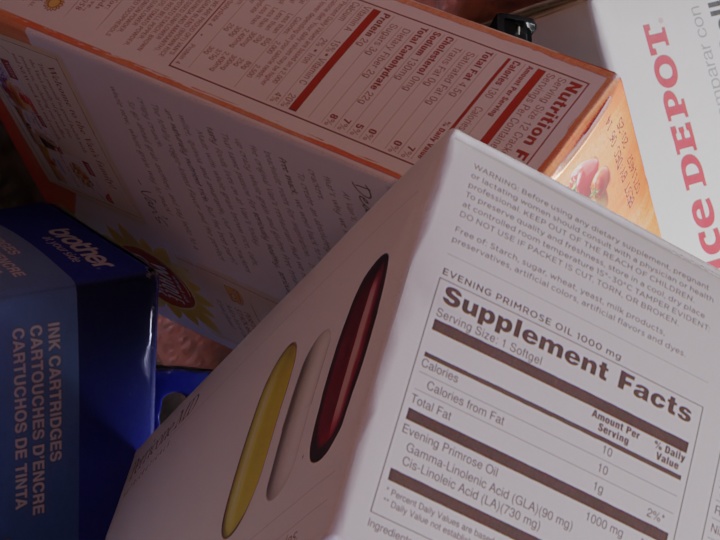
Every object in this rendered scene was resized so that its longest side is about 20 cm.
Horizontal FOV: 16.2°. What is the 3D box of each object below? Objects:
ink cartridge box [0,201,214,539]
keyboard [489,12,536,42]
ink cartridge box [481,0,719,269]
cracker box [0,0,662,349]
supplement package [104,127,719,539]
[{"bbox_3d":[-0.134,0.060,0.716,0.200,0.076,0.137,-11,114,-33],"label":"ink cartridge box"},{"bbox_3d":[0.000,0.000,0.827,0.040,0.104,0.200,21,129,-10],"label":"keyboard"},{"bbox_3d":[0.148,-0.036,0.865,0.200,0.087,0.146,-15,90,-29],"label":"ink cartridge box"},{"bbox_3d":[-0.011,-0.022,0.700,0.058,0.200,0.134,-50,145,-23],"label":"cracker box"},{"bbox_3d":[0.030,0.085,0.624,0.156,0.111,0.200,27,144,-13],"label":"supplement package"}]
